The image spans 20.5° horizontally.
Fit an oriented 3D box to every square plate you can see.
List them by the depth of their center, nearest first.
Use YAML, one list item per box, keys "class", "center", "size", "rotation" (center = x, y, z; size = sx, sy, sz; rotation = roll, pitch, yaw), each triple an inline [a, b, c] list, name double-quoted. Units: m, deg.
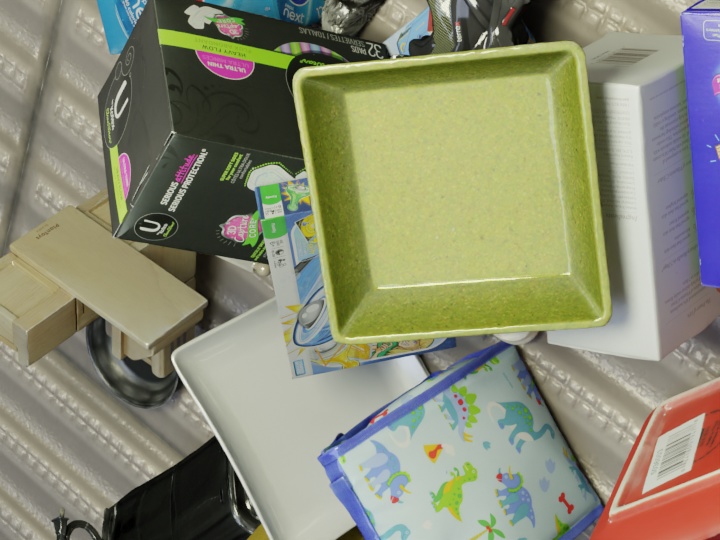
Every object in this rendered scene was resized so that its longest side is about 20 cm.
- class: "square plate"
  center: [-0.033, 0.112, 1.642]
  size: [0.199, 0.199, 0.028]
  rotation: [61, 153, 0]

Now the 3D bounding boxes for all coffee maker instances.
- class: "coffee maker"
  center: [-0.136, 0.226, 1.780]
  size: [0.200, 0.191, 0.136]
  rotation: [-37, 69, 42]

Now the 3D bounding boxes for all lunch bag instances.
- class: "lunch bag"
  center: [0.070, 0.176, 1.577]
  size: [0.127, 0.200, 0.171]
  rotation: [-31, 90, 43]

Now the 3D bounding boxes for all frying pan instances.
- class: "frying pan"
  center: [-0.183, 0.072, 1.855]
  size: [0.189, 0.031, 0.116]
  rotation: [-6, 106, 38]

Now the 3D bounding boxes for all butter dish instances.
- class: "butter dish"
  center: [0.284, 0.167, 1.419]
  size: [0.199, 0.200, 0.148]
  rotation: [-28, 109, 41]

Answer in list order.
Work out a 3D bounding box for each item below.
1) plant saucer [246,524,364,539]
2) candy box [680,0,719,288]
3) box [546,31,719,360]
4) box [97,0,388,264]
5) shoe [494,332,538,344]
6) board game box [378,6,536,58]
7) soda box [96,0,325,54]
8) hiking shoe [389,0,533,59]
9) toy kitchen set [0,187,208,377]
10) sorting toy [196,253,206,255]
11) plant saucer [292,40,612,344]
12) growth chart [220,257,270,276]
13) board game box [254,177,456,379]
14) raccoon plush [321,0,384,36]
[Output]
- class: "plant saucer"
  center: [0.003, 0.261, 1.656]
  size: [0.200, 0.200, 0.049]
  rotation: [39, 127, 5]
- class: "candy box"
  center: [0.309, -0.083, 1.340]
  size: [0.168, 0.077, 0.202]
  rotation: [8, 114, 36]
- class: "box"
  center: [0.195, -0.055, 1.416]
  size: [0.097, 0.124, 0.202]
  rotation: [8, 115, 37]
- class: "box"
  center: [-0.081, -0.100, 1.495]
  size: [0.125, 0.199, 0.149]
  rotation: [-54, 37, 41]
- class: "shoe"
  center: [0.084, -0.013, 1.541]
  size: [0.070, 0.054, 0.201]
  rotation: [-8, 125, 33]
- class: "board game box"
  center: [0.068, -0.121, 1.552]
  size: [0.200, 0.037, 0.152]
  rotation: [-34, 87, 45]
- class: "soda box"
  center: [-0.125, -0.223, 1.642]
  size: [0.199, 0.068, 0.065]
  rotation: [-1, 110, 40]
- class: "hiking shoe"
  center: [0.086, -0.222, 1.430]
  size: [0.100, 0.076, 0.201]
  rotation: [23, 106, 10]
- class: "toy kitchen set"
  center: [-0.206, 0.061, 1.695]
  size: [0.163, 0.200, 0.181]
  rotation: [32, 139, 26]
- class: "sorting toy"
  center: [-0.108, -0.102, 1.707]
  size: [0.184, 0.036, 0.202]
  rotation: [2, 112, 39]
- class: "plant saucer"
  center: [0.067, -0.056, 1.364]
  size: [0.198, 0.048, 0.202]
  rotation: [-4, 109, 12]
- class: "growth chart"
  center: [-0.110, -0.094, 1.677]
  size: [0.144, 0.018, 0.201]
  rotation: [34, 126, 28]
- class: "board game box"
  center: [0.000, 0.000, 1.493]
  size: [0.201, 0.134, 0.035]
  rotation: [81, 177, -52]
- class: "raccoon plush"
  center: [-0.025, -0.281, 1.521]
  size: [0.134, 0.096, 0.200]
  rotation: [55, 134, 16]
